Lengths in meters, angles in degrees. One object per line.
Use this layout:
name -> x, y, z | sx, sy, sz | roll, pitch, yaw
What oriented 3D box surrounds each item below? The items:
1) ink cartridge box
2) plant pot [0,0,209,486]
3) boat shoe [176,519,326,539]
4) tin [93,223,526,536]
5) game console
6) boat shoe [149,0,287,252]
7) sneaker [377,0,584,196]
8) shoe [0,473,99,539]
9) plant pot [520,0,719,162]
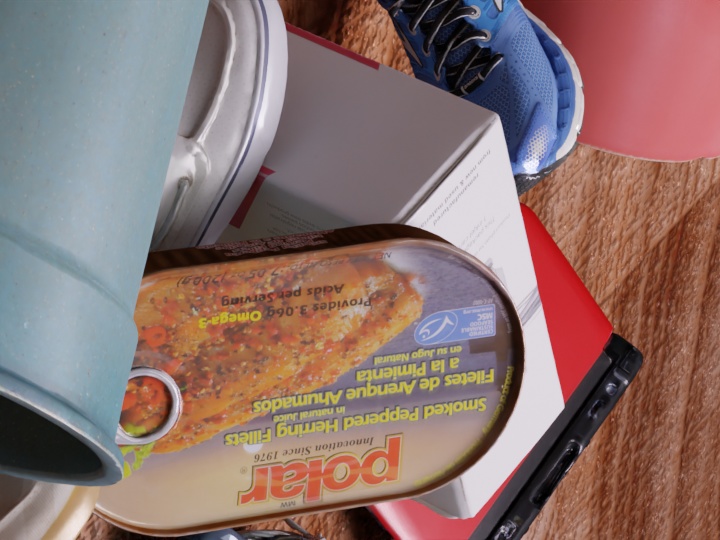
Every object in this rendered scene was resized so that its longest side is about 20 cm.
ink cartridge box -> 0.000, 0.000, 1.269 | 0.083, 0.146, 0.200 | -47, 144, -26
plant pot -> -0.146, -0.052, 0.966 | 0.200, 0.200, 0.196 | 42, 62, -59
boat shoe -> -0.041, 0.152, 1.364 | 0.200, 0.075, 0.062 | 25, 92, -58
tin -> -0.033, 0.043, 1.127 | 0.200, 0.042, 0.112 | -7, 105, -17
game console -> 0.054, 0.093, 1.552 | 0.200, 0.119, 0.172 | -51, 176, -31
boat shoe -> -0.097, -0.037, 1.170 | 0.070, 0.071, 0.200 | 22, 96, -61
sneaker -> 0.037, -0.116, 1.279 | 0.079, 0.200, 0.089 | -35, 145, 25
shoe -> -0.187, 0.118, 1.035 | 0.200, 0.070, 0.053 | -32, 124, 3
plant pot -> 0.147, -0.163, 1.406 | 0.200, 0.200, 0.178 | -23, 136, -53
